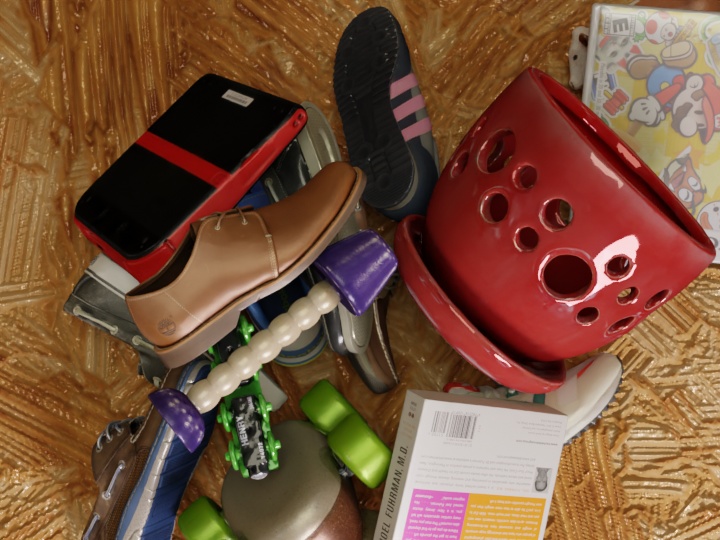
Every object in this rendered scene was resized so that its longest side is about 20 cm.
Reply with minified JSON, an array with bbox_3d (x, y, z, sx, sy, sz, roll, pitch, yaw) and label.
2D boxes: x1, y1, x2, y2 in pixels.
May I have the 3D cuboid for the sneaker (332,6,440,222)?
[{"bbox_3d":[0.027,-0.125,1.126,0.070,0.082,0.201,-20,60,27],"label":"sneaker"}]

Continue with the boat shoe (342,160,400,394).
[{"bbox_3d":[0.000,0.000,1.095,0.071,0.076,0.201,-18,83,-5],"label":"boat shoe"}]

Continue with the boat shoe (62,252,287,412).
[{"bbox_3d":[-0.151,0.066,1.089,0.199,0.071,0.064,33,82,13],"label":"boat shoe"}]

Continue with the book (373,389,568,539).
[{"bbox_3d":[0.073,0.194,0.994,0.133,0.048,0.201,10,97,-32],"label":"book"}]

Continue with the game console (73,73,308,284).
[{"bbox_3d":[-0.139,-0.077,1.059,0.177,0.200,0.031,-46,121,-9],"label":"game console"}]

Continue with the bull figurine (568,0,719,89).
[{"bbox_3d":[0.274,-0.197,1.133,0.200,0.065,0.122,-36,86,-3],"label":"bull figurine"}]

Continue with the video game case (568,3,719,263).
[{"bbox_3d":[0.268,-0.109,1.088,0.181,0.023,0.201,7,101,10],"label":"video game case"}]

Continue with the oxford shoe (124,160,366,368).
[{"bbox_3d":[-0.080,-0.020,0.952,0.200,0.071,0.071,-41,110,-13],"label":"oxford shoe"}]

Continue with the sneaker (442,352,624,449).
[{"bbox_3d":[0.118,0.114,1.076,0.199,0.070,0.094,-38,89,-3],"label":"sneaker"}]

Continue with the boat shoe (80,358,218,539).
[{"bbox_3d":[-0.173,0.151,1.047,0.072,0.072,0.201,26,102,20],"label":"boat shoe"}]

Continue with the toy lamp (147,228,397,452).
[{"bbox_3d":[-0.059,0.044,0.954,0.200,0.058,0.058,-38,83,-10],"label":"toy lamp"}]

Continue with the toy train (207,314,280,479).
[{"bbox_3d":[-0.096,0.061,1.009,0.041,0.056,0.201,-14,74,-2],"label":"toy train"}]

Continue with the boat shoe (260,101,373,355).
[{"bbox_3d":[-0.038,-0.027,1.041,0.067,0.072,0.201,-20,78,18],"label":"boat shoe"}]

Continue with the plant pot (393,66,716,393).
[{"bbox_3d":[0.137,-0.024,1.019,0.182,0.200,0.201,-44,83,19],"label":"plant pot"}]

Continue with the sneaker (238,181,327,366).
[{"bbox_3d":[-0.082,-0.021,1.093,0.074,0.082,0.201,-27,81,-2],"label":"sneaker"}]

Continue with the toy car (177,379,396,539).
[{"bbox_3d":[-0.012,0.220,1.050,0.164,0.158,0.200,-43,112,-3],"label":"toy car"}]
